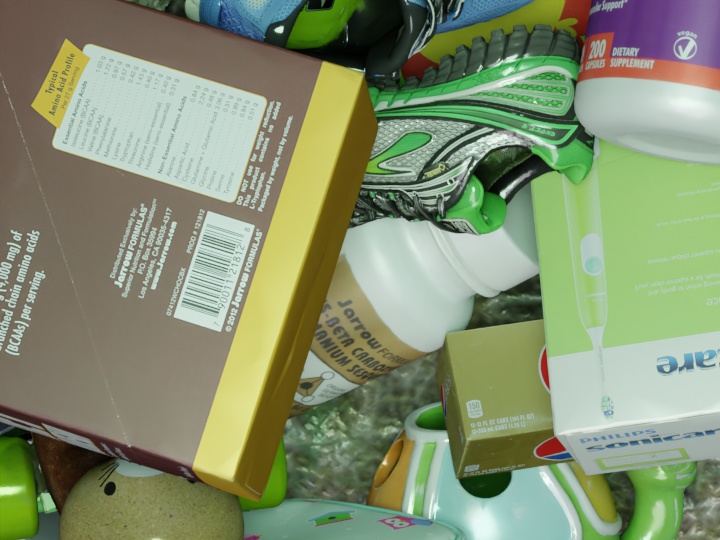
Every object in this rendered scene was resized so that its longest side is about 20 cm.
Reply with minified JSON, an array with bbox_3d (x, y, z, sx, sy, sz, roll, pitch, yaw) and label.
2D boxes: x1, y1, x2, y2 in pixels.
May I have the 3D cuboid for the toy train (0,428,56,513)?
[{"bbox_3d":[-0.184,0.115,1.696,0.199,0.042,0.057,-14,102,-2],"label":"toy train"}]

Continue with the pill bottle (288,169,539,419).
[{"bbox_3d":[0.000,0.000,1.586,0.200,0.114,0.115,-26,112,22],"label":"pill bottle"}]

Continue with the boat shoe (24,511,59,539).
[{"bbox_3d":[-0.156,0.207,1.761,0.200,0.071,0.070,36,117,-18],"label":"boat shoe"}]

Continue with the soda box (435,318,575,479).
[{"bbox_3d":[0.145,0.060,1.575,0.199,0.064,0.068,-9,159,-7],"label":"soda box"}]

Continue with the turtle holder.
[{"bbox_3d":[0.090,0.141,1.637,0.185,0.141,0.132,-3,103,21],"label":"turtle holder"}]

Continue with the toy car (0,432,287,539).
[{"bbox_3d":[-0.107,0.110,1.460,0.164,0.200,0.158,-7,121,-11],"label":"toy car"}]

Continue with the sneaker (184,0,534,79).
[{"bbox_3d":[0.016,-0.129,1.432,0.199,0.089,0.079,-14,131,-32],"label":"sneaker"}]

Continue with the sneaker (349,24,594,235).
[{"bbox_3d":[0.026,-0.052,1.480,0.199,0.085,0.078,-22,155,19],"label":"sneaker"}]

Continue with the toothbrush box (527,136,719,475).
[{"bbox_3d":[0.168,-0.008,1.499,0.145,0.201,0.086,-10,158,13],"label":"toothbrush box"}]

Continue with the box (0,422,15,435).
[{"bbox_3d":[-0.290,0.012,1.640,0.199,0.123,0.199,-26,111,21],"label":"box"}]

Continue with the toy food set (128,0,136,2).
[{"bbox_3d":[-0.125,-0.223,1.453,0.200,0.049,0.198,-43,62,7],"label":"toy food set"}]

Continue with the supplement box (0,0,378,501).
[{"bbox_3d":[-0.117,-0.017,1.366,0.199,0.133,0.198,17,83,6],"label":"supplement box"}]

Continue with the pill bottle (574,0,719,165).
[{"bbox_3d":[0.174,-0.157,1.427,0.112,0.112,0.201,10,84,5],"label":"pill bottle"}]

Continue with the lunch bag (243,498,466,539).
[{"bbox_3d":[-0.039,0.191,1.522,0.160,0.200,0.077,7,113,36],"label":"lunch bag"}]

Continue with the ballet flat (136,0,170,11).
[{"bbox_3d":[-0.151,-0.125,1.499,0.076,0.200,0.064,50,160,-19],"label":"ballet flat"}]

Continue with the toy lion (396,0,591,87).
[{"bbox_3d":[0.029,-0.143,1.537,0.191,0.069,0.200,27,121,-14],"label":"toy lion"}]
